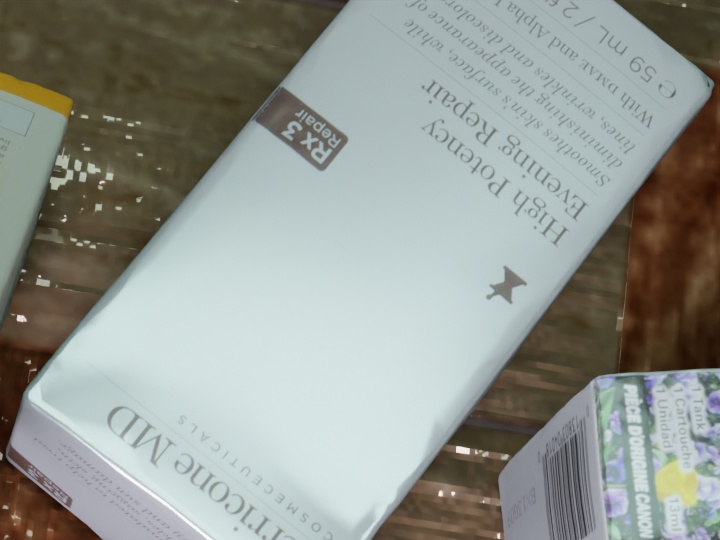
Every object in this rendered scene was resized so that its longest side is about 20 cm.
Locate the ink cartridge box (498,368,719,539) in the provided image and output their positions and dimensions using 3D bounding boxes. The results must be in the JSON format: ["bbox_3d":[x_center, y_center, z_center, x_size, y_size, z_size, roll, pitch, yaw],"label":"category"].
[{"bbox_3d":[0.147,0.062,0.825,0.199,0.109,0.051,-1,73,-12],"label":"ink cartridge box"}]

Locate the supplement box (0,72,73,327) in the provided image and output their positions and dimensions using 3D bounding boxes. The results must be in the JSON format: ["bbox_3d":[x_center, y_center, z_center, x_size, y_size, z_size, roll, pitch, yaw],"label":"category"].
[{"bbox_3d":[-0.156,0.010,0.745,0.125,0.074,0.200,20,30,-5],"label":"supplement box"}]

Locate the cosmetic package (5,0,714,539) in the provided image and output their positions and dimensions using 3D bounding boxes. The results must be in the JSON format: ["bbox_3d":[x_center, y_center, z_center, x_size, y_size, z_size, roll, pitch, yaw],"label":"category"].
[{"bbox_3d":[0.000,0.000,0.835,0.101,0.074,0.200,37,69,2],"label":"cosmetic package"}]
